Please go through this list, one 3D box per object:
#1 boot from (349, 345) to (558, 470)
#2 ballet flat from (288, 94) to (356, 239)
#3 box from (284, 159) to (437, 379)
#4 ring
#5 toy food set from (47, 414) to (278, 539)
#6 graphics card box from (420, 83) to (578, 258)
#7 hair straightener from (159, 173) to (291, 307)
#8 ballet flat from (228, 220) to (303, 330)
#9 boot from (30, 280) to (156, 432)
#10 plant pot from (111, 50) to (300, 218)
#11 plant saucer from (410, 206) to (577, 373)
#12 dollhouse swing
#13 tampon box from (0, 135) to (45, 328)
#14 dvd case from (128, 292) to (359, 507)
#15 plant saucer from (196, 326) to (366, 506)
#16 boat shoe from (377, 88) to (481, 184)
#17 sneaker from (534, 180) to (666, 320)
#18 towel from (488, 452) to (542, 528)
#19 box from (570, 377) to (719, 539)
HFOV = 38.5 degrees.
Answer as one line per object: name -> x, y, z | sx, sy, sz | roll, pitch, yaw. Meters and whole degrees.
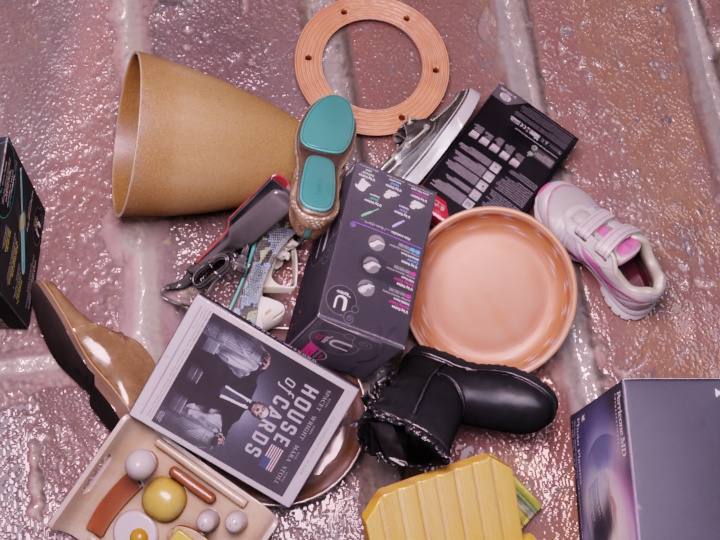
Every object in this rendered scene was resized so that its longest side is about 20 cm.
boot -> 0.100, 0.156, 1.104 | 0.197, 0.074, 0.162 | 18, 28, 16
ballet flat -> -0.048, -0.114, 1.151 | 0.070, 0.065, 0.201 | 18, 48, -5
box -> 0.000, 0.000, 1.150 | 0.106, 0.122, 0.201 | 21, 61, -14
ring -> 0.014, -0.261, 1.317 | 0.199, 0.019, 0.202 | 2, 72, -5
toy food set -> -0.206, 0.265, 1.079 | 0.199, 0.060, 0.144 | 34, 85, 6
graphics card box -> 0.163, -0.118, 1.266 | 0.125, 0.051, 0.200 | 35, 73, 6
hair straightener -> -0.152, -0.024, 1.159 | 0.200, 0.077, 0.041 | -37, 121, 15
ballet flat -> -0.109, 0.023, 1.166 | 0.074, 0.074, 0.201 | 16, 58, 0
boot -> -0.295, 0.086, 1.153 | 0.075, 0.074, 0.200 | -33, 81, -34
plant pot -> -0.174, -0.144, 1.190 | 0.199, 0.186, 0.188 | 5, 70, -22
plant saucer -> 0.149, 0.027, 1.193 | 0.199, 0.037, 0.202 | 0, 93, 3
dollhouse swing -> 0.114, 0.319, 1.031 | 0.199, 0.177, 0.182 | -15, 31, -16
tampon box -> -0.428, -0.038, 1.102 | 0.125, 0.200, 0.151 | 4, 70, -4
dvd case -> -0.123, 0.138, 1.093 | 0.199, 0.025, 0.151 | 30, 95, -2
plant saucer -> -0.092, 0.163, 1.157 | 0.199, 0.032, 0.202 | 2, 72, -5
boat shoe -> 0.072, -0.157, 1.257 | 0.064, 0.071, 0.200 | 39, 74, 0
sneaker -> 0.292, -0.033, 1.219 | 0.200, 0.088, 0.081 | 44, 73, 1
towel -> 0.108, 0.301, 1.137 | 0.086, 0.018, 0.200 | 43, 73, 10
box -> 0.308, 0.230, 1.086 | 0.122, 0.199, 0.201 | 1, 71, -6
